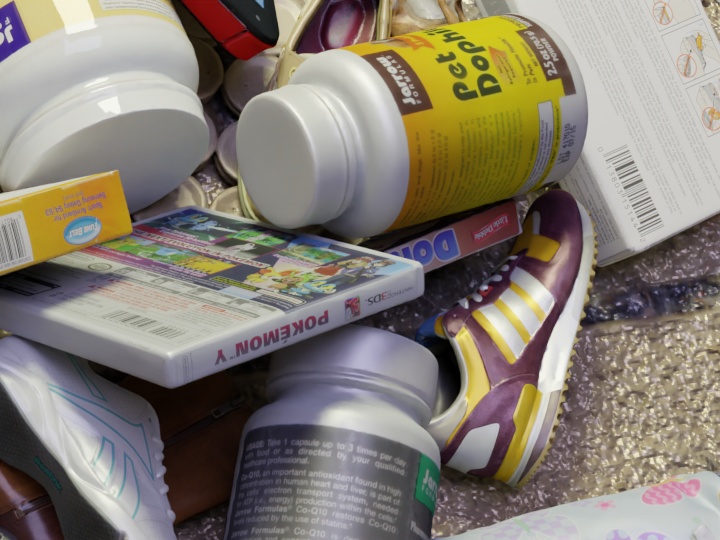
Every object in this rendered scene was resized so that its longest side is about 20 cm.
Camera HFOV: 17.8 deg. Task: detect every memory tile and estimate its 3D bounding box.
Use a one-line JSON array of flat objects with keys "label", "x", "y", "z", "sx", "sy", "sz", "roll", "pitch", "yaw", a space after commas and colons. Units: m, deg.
[{"label": "memory tile", "x": -0.065, "y": -0.092, "z": 1.444, "sx": 0.152, "sy": 0.017, "sz": 0.201, "roll": 11, "pitch": 60, "yaw": -9}]

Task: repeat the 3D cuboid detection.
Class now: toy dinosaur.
[{"label": "toy dinosaur", "x": 0.080, "y": -0.121, "z": 1.486, "sx": 0.106, "sy": 0.060, "sz": 0.200, "roll": -35, "pitch": 66, "yaw": -5}]

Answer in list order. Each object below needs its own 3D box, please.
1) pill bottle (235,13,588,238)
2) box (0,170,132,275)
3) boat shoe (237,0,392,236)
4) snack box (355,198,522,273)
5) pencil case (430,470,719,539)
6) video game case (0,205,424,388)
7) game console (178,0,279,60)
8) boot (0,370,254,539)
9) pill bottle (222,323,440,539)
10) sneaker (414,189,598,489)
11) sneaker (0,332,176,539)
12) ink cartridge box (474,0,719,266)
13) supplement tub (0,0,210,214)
[{"label": "pill bottle", "x": 0.029, "y": -0.083, "z": 1.342, "sx": 0.199, "sy": 0.109, "sz": 0.110, "roll": -16, "pitch": 66, "yaw": -36}, {"label": "box", "x": -0.235, "y": -0.012, "z": 1.258, "sx": 0.119, "sy": 0.199, "sz": 0.042, "roll": -21, "pitch": 97, "yaw": -48}, {"label": "boat shoe", "x": -0.027, "y": -0.111, "z": 1.415, "sx": 0.074, "sy": 0.066, "sz": 0.201, "roll": 16, "pitch": 59, "yaw": -6}, {"label": "snack box", "x": 0.000, "y": 0.000, "z": 1.360, "sx": 0.199, "sy": 0.072, "sz": 0.024, "roll": -22, "pitch": 98, "yaw": -34}, {"label": "pencil case", "x": 0.128, "y": 0.174, "z": 1.302, "sx": 0.199, "sy": 0.084, "sz": 0.091, "roll": -10, "pitch": 21, "yaw": -19}, {"label": "video game case", "x": -0.097, "y": 0.010, "z": 1.258, "sx": 0.182, "sy": 0.023, "sz": 0.199, "roll": -19, "pitch": 23, "yaw": -40}, {"label": "game console", "x": -0.116, "y": -0.232, "z": 1.410, "sx": 0.031, "sy": 0.177, "sz": 0.200, "roll": -32, "pitch": 35, "yaw": 15}, {"label": "boot", "x": -0.163, "y": 0.083, "z": 1.289, "sx": 0.200, "sy": 0.069, "sz": 0.188, "roll": -34, "pitch": 74, "yaw": -29}, {"label": "pill bottle", "x": -0.017, "y": 0.138, "z": 1.254, "sx": 0.112, "sy": 0.113, "sz": 0.201, "roll": 12, "pitch": 69, "yaw": -8}, {"label": "sneaker", "x": 0.082, "y": 0.028, "z": 1.381, "sx": 0.090, "sy": 0.075, "sz": 0.201, "roll": 19, "pitch": 57, "yaw": -10}, {"label": "sneaker", "x": -0.130, "y": 0.110, "z": 1.225, "sx": 0.080, "sy": 0.070, "sz": 0.201, "roll": -27, "pitch": 77, "yaw": -38}, {"label": "ink cartridge box", "x": 0.183, "y": -0.125, "z": 1.476, "sx": 0.176, "sy": 0.045, "sz": 0.201, "roll": -24, "pitch": 89, "yaw": -34}, {"label": "supplement tub", "x": -0.181, "y": -0.140, "z": 1.363, "sx": 0.145, "sy": 0.146, "sz": 0.201, "roll": -15, "pitch": 65, "yaw": -22}]
